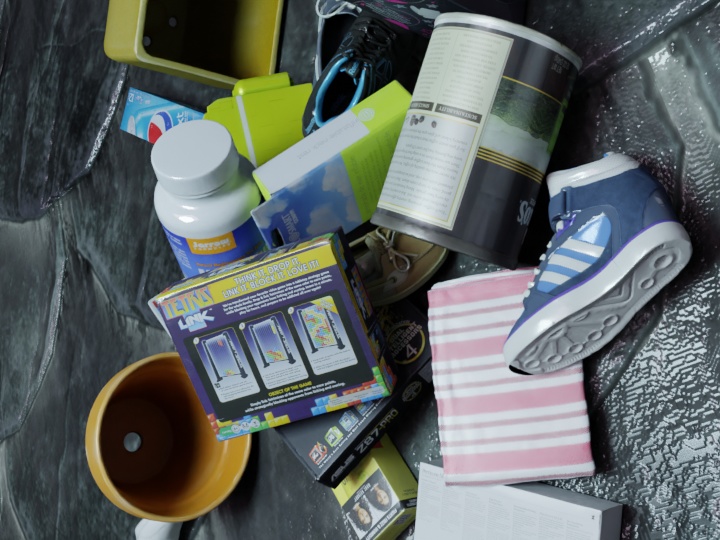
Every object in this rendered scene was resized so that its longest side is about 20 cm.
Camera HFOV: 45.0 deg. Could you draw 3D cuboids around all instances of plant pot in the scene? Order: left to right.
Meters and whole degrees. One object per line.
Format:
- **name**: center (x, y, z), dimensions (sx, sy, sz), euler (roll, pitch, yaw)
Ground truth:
- **plant pot**: center (-0.267, 0.216, 1.120), dimensions (0.183, 0.198, 0.203), euler (-20, 72, 55)
- **plant pot**: center (-0.236, -0.344, 1.136), dimensions (0.199, 0.194, 0.197), euler (10, 93, 50)

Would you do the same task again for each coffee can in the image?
- **coffee can**: center (0.107, -0.118, 0.818), dimensions (0.146, 0.146, 0.202), euler (21, 94, 41)

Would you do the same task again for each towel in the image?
- **towel**: center (0.141, 0.100, 0.830), dimensions (0.145, 0.030, 0.202), euler (-9, 75, 22)

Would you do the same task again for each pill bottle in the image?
- **pill bottle**: center (-0.151, -0.055, 0.913), dimensions (0.111, 0.201, 0.113), euler (-4, 52, 5)

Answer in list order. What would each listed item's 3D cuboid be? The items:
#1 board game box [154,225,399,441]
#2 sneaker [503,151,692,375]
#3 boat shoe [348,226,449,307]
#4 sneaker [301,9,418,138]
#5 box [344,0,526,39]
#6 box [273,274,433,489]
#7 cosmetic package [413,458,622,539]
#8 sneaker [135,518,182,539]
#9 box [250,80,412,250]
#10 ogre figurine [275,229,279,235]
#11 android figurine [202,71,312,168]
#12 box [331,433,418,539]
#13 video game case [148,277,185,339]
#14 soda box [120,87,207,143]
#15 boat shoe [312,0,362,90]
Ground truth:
- **board game box**: center (-0.082, 0.066, 0.870), dimensions (0.198, 0.057, 0.167), euler (-17, 102, 18)
- **sneaker**: center (0.190, -0.015, 0.788), dimensions (0.200, 0.080, 0.147), euler (-45, 42, 26)
- **boat shoe**: center (-0.001, -0.002, 0.915), dimensions (0.199, 0.063, 0.074), euler (-23, 55, 8)
- **sneaker**: center (0.007, -0.218, 0.916), dimensions (0.073, 0.082, 0.201), euler (29, 87, -3)
- **box**: center (0.071, -0.313, 0.844), dimensions (0.114, 0.199, 0.134), euler (10, 93, 40)
- **box**: center (-0.015, 0.105, 0.938), dimensions (0.200, 0.049, 0.161), euler (-47, 52, 0)
- **cosmetic package**: center (0.145, 0.240, 0.827), dimensions (0.199, 0.050, 0.084), euler (6, 92, 42)
- **sneaker**: center (-0.274, 0.390, 1.185), dimensions (0.080, 0.070, 0.201), euler (45, 121, 25)
- **box**: center (-0.022, -0.092, 0.899), dimensions (0.199, 0.122, 0.048), euler (-33, 56, -9)
- **ogre figurine**: center (-0.128, -0.061, 1.063), dimensions (0.199, 0.098, 0.120), euler (30, 116, -5)
- **android figurine**: center (-0.103, -0.146, 1.010), dimensions (0.041, 0.198, 0.184), euler (100, 155, -71)
- **box**: center (-0.008, 0.200, 0.966), dimensions (0.075, 0.050, 0.201), euler (-49, 55, 25)
- **video game case**: center (-0.157, 0.066, 1.074), dimensions (0.142, 0.018, 0.200), euler (-33, 55, -15)
- **soda box**: center (-0.250, -0.199, 1.208), dimensions (0.199, 0.067, 0.065), euler (24, 102, 40)
- **boat shoe**: center (-0.016, -0.281, 0.985), dimensions (0.062, 0.074, 0.202), euler (163, 123, -85)
